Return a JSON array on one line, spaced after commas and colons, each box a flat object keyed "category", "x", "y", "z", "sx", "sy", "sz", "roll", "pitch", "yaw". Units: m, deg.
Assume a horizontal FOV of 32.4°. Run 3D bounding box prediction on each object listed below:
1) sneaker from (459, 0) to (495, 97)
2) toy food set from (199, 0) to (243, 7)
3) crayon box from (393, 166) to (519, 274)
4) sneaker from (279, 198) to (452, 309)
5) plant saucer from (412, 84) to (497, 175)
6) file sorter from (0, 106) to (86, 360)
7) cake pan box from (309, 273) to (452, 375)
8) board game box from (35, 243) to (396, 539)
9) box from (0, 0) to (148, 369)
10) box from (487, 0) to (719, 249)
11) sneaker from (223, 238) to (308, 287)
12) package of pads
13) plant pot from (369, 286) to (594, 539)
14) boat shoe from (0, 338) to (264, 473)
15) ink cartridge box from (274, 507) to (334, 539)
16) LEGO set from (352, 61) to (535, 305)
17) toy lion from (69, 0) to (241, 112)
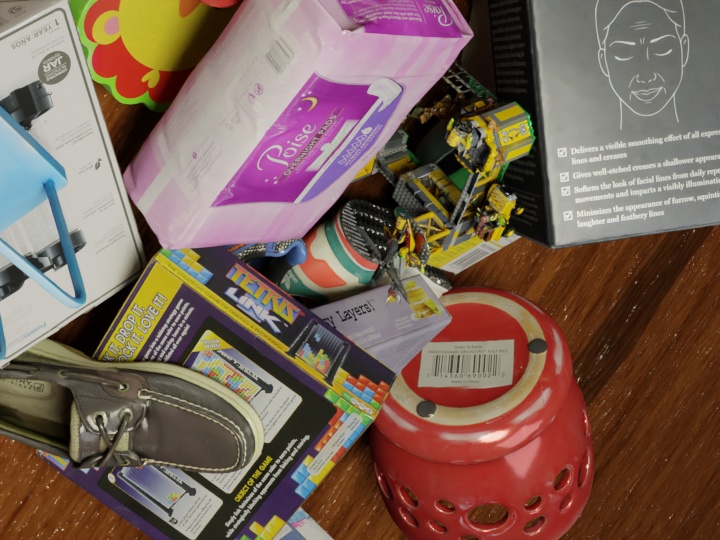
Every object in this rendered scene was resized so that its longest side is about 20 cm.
[{"category": "sneaker", "x": 0.149, "y": -0.225, "z": 0.954, "sx": 0.111, "sy": 0.077, "sz": 0.201, "roll": -19, "pitch": 136, "yaw": -32}, {"category": "toy food set", "x": -0.017, "y": -0.222, "z": 0.665, "sx": 0.197, "sy": 0.049, "sz": 0.201, "roll": -30, "pitch": 148, "yaw": -22}, {"category": "crayon box", "x": 0.136, "y": -0.070, "z": 0.983, "sx": 0.199, "sy": 0.051, "sz": 0.127, "roll": -30, "pitch": 167, "yaw": 13}, {"category": "sneaker", "x": 0.000, "y": 0.000, "z": 0.990, "sx": 0.093, "sy": 0.071, "sz": 0.200, "roll": -31, "pitch": 162, "yaw": 18}, {"category": "plant saucer", "x": 0.113, "y": -0.109, "z": 0.982, "sx": 0.199, "sy": 0.036, "sz": 0.200, "roll": -25, "pitch": 167, "yaw": -6}, {"category": "file sorter", "x": -0.249, "y": 0.002, "z": 0.574, "sx": 0.199, "sy": 0.123, "sz": 0.139, "roll": -34, "pitch": 135, "yaw": 6}, {"category": "cake pan box", "x": -0.048, "y": 0.094, "z": 0.934, "sx": 0.184, "sy": 0.052, "sz": 0.200, "roll": -15, "pitch": 154, "yaw": -48}, {"category": "board game box", "x": -0.098, "y": 0.094, "z": 0.803, "sx": 0.200, "sy": 0.165, "sz": 0.057, "roll": -52, "pitch": -178, "yaw": 33}, {"category": "box", "x": -0.201, "y": -0.054, "z": 0.702, "sx": 0.116, "sy": 0.060, "sz": 0.201, "roll": -36, "pitch": 140, "yaw": -25}, {"category": "box", "x": 0.173, "y": -0.127, "z": 0.834, "sx": 0.147, "sy": 0.107, "sz": 0.202, "roll": -7, "pitch": 100, "yaw": -8}, {"category": "sneaker", "x": -0.107, "y": 0.035, "z": 0.867, "sx": 0.075, "sy": 0.078, "sz": 0.201, "roll": 20, "pitch": 102, "yaw": -53}, {"category": "package of pads", "x": -0.040, "y": -0.094, "z": 0.719, "sx": 0.120, "sy": 0.076, "sz": 0.200, "roll": -9, "pitch": 151, "yaw": -47}, {"category": "plant pot", "x": 0.101, "y": 0.124, "z": 1.079, "sx": 0.200, "sy": 0.200, "sz": 0.183, "roll": -38, "pitch": 140, "yaw": -22}, {"category": "boat shoe", "x": -0.159, "y": 0.091, "z": 0.751, "sx": 0.065, "sy": 0.199, "sz": 0.074, "roll": -58, "pitch": 156, "yaw": -59}, {"category": "ink cartridge box", "x": -0.078, "y": 0.259, "z": 0.979, "sx": 0.087, "sy": 0.200, "sz": 0.146, "roll": -19, "pitch": 132, "yaw": -35}, {"category": "LEGO set", "x": 0.007, "y": -0.087, "z": 0.822, "sx": 0.115, "sy": 0.200, "sz": 0.154, "roll": -24, "pitch": 158, "yaw": -34}, {"category": "toy lion", "x": -0.081, "y": -0.184, "z": 0.745, "sx": 0.199, "sy": 0.069, "sz": 0.193, "roll": -4, "pitch": 128, "yaw": -48}]
